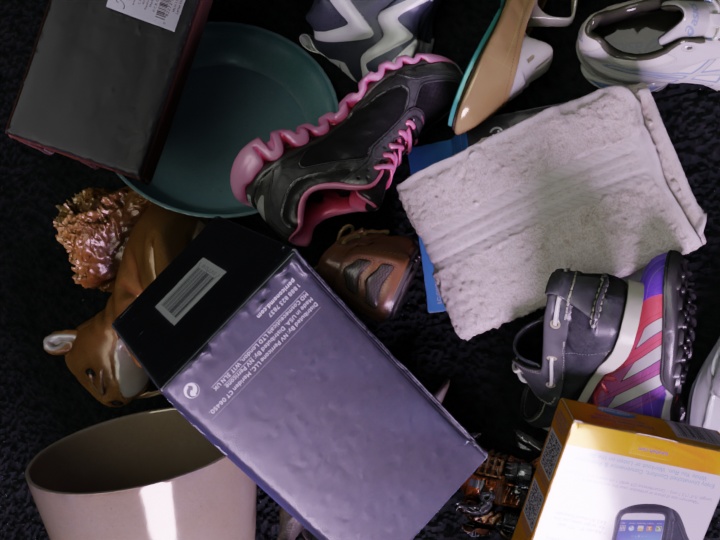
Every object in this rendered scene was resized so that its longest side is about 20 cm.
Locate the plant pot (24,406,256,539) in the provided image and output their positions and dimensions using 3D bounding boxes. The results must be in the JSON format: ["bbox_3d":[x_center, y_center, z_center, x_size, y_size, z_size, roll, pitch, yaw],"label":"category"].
[{"bbox_3d":[-0.166,0.239,0.895,0.187,0.187,0.200,-3,102,21],"label":"plant pot"}]

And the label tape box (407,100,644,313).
[{"bbox_3d":[0.129,-0.047,0.825,0.200,0.063,0.144,-9,86,21],"label":"label tape box"}]

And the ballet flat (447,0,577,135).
[{"bbox_3d":[0.125,-0.186,0.803,0.063,0.069,0.200,20,76,6],"label":"ballet flat"}]

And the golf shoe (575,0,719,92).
[{"bbox_3d":[0.252,-0.165,0.760,0.200,0.097,0.078,-5,87,20],"label":"golf shoe"}]

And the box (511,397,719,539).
[{"bbox_3d":[0.167,0.194,0.741,0.119,0.041,0.200,13,109,-9],"label":"box"}]

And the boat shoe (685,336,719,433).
[{"bbox_3d":[0.280,0.069,0.764,0.073,0.067,0.200,16,96,21],"label":"boat shoe"}]

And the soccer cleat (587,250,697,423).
[{"bbox_3d":[0.195,0.073,0.761,0.073,0.068,0.200,11,128,23],"label":"soccer cleat"}]

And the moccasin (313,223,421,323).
[{"bbox_3d":[-0.001,0.002,0.803,0.078,0.201,0.074,24,98,3],"label":"moccasin"}]

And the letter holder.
[{"bbox_3d":[-0.175,-0.173,0.813,0.100,0.142,0.200,18,89,-5],"label":"letter holder"}]

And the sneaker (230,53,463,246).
[{"bbox_3d":[0.005,-0.086,0.811,0.200,0.079,0.095,-33,57,-6],"label":"sneaker"}]

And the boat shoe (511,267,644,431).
[{"bbox_3d":[0.140,0.057,0.763,0.068,0.200,0.072,12,62,0],"label":"boat shoe"}]

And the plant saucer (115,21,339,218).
[{"bbox_3d":[-0.117,-0.121,0.894,0.200,0.036,0.200,3,61,-5],"label":"plant saucer"}]

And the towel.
[{"bbox_3d":[0.135,-0.042,0.770,0.200,0.034,0.133,-24,82,19],"label":"towel"}]

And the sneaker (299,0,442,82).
[{"bbox_3d":[0.013,-0.251,0.862,0.129,0.079,0.199,23,108,11],"label":"sneaker"}]

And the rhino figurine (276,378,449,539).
[{"bbox_3d":[0.003,0.157,0.867,0.060,0.087,0.200,38,104,-11],"label":"rhino figurine"}]

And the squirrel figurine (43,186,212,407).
[{"bbox_3d":[-0.190,0.016,0.932,0.187,0.141,0.200,-40,62,27],"label":"squirrel figurine"}]

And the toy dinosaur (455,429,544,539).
[{"bbox_3d":[0.127,0.203,0.816,0.200,0.102,0.136,31,86,35],"label":"toy dinosaur"}]

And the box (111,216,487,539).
[{"bbox_3d":[-0.050,0.081,0.741,0.123,0.200,0.198,-47,111,-8],"label":"box"}]
